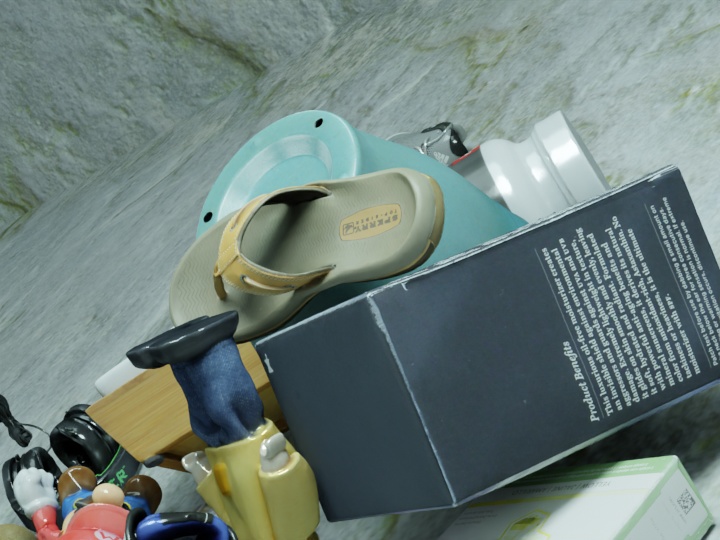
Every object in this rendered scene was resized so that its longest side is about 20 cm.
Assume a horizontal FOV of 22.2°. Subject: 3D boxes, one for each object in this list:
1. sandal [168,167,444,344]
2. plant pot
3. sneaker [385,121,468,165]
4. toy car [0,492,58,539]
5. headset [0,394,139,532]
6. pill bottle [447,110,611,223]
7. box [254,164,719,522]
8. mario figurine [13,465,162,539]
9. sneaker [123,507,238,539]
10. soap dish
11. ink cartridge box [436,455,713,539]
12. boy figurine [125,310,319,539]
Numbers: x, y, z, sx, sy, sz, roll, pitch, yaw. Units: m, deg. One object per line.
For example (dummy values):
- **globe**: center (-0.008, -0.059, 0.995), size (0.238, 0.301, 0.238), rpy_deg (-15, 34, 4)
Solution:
- **sandal**: center (-0.042, -0.014, 1.073), size (0.199, 0.081, 0.054), rpy_deg (-19, -21, 33)
- **plant pot**: center (0.000, 0.000, 1.207), size (0.199, 0.188, 0.201), rpy_deg (-23, 47, 28)
- **sneaker**: center (0.046, -0.098, 1.809), size (0.115, 0.075, 0.200), rpy_deg (-21, 19, 38)
- **toy car**: center (-0.303, 0.229, 1.435), size (0.164, 0.158, 0.200), rpy_deg (-39, 1, 17)
- **headset**: center (-0.278, 0.165, 1.663), size (0.123, 0.094, 0.200), rpy_deg (-39, 26, -19)
- **pill bottle**: center (0.091, -0.027, 1.382), size (0.199, 0.116, 0.116), rpy_deg (-33, 14, 11)
- **box**: center (0.073, 0.047, 1.025), size (0.197, 0.124, 0.200), rpy_deg (-21, -2, -22)
- **mario figurine**: center (-0.188, 0.180, 1.373), size (0.123, 0.107, 0.200), rpy_deg (-28, 10, -2)
- **sneaker**: center (-0.107, 0.194, 1.056), size (0.199, 0.080, 0.116), rpy_deg (162, 120, -80)
- **soap dish**: center (-0.089, 0.082, 1.408), size (0.199, 0.082, 0.157), rpy_deg (-32, -20, 12)
- **ink cartridge box**: center (0.068, 0.176, 0.918), size (0.200, 0.048, 0.145), rpy_deg (-42, 16, -34)
- **boy figurine**: center (-0.069, 0.125, 1.079), size (0.064, 0.202, 0.124), rpy_deg (-25, 9, -30)
